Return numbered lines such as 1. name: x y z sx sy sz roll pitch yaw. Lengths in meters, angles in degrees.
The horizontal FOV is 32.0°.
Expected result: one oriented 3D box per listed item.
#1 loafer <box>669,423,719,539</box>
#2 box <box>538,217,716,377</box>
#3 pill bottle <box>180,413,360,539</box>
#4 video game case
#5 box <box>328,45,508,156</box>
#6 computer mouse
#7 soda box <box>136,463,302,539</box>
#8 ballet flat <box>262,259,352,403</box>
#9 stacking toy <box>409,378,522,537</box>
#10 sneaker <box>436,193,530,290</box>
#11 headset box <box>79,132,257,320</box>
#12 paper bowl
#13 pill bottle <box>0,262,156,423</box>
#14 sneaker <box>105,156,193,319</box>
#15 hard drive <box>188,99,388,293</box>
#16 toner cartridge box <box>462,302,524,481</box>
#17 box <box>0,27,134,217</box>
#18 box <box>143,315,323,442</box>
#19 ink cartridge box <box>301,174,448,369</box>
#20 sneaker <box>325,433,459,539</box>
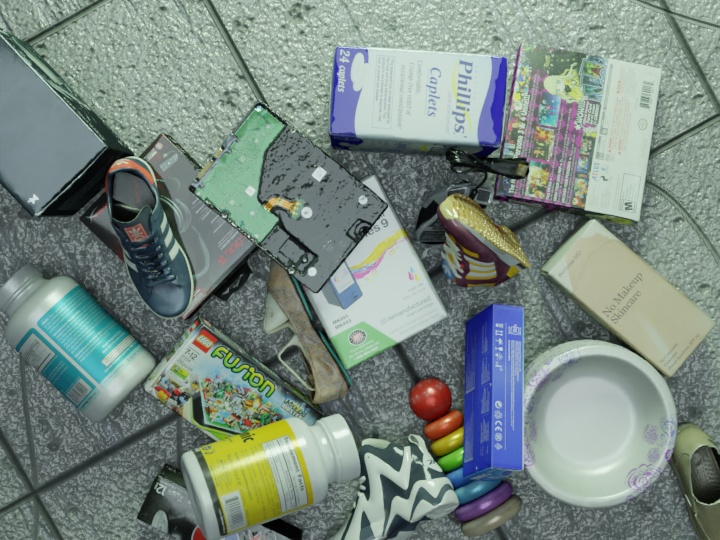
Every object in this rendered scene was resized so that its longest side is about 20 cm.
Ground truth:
1. loafer: 0.446 0.290 1.577 0.076 0.068 0.200 -30 93 1
2. box: 0.329 0.032 1.556 0.200 0.078 0.095 39 92 -3
3. pill bottle: -0.106 0.242 1.508 0.200 0.111 0.111 -16 94 -16
4. video game case: 0.268 -0.169 1.547 0.181 0.036 0.200 10 81 -1
5. box: 0.064 -0.195 1.488 0.200 0.184 0.105 3 91 0
6. computer mouse: 0.117 -0.091 1.507 0.109 0.200 0.044 -1 65 -24
7. soda box: -0.174 0.319 1.574 0.200 0.071 0.063 26 93 -2
8. ballet flat: -0.081 0.077 1.560 0.067 0.068 0.200 -28 92 -8
9. stacking toy: 0.120 0.228 1.572 0.085 0.085 0.200 -29 87 1
10. sneaker: 0.129 -0.022 1.500 0.090 0.200 0.075 -34 57 17
11. headset box: -0.219 -0.047 1.550 0.149 0.077 0.200 -45 91 2
12. paper bowl: 0.282 0.185 1.552 0.200 0.104 0.201 0 93 0
13. pill bottle: -0.356 0.084 1.539 0.200 0.111 0.111 45 92 -3
14. sneaker: -0.254 -0.036 1.470 0.075 0.085 0.200 -21 93 1
15. hard drive: -0.086 -0.087 1.488 0.200 0.038 0.140 38 91 2
16. toner cartridge box: 0.161 0.148 1.519 0.043 0.095 0.200 7 72 -14
17. box: -0.390 -0.171 1.481 0.124 0.197 0.200 -44 93 2
18. box: -0.156 0.158 1.556 0.200 0.035 0.110 38 93 -19
19. ink cartridge box: 0.000 0.000 1.549 0.145 0.088 0.200 -26 90 1
20. sneaker: 0.018 0.276 1.576 0.199 0.079 0.130 -37 61 29
